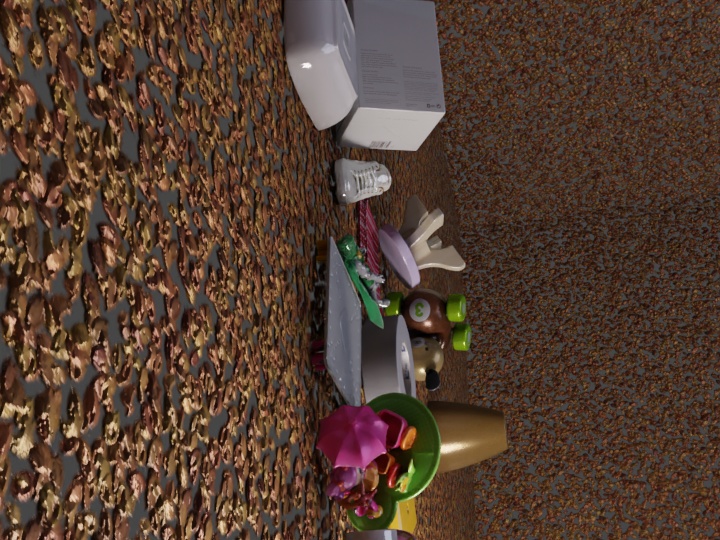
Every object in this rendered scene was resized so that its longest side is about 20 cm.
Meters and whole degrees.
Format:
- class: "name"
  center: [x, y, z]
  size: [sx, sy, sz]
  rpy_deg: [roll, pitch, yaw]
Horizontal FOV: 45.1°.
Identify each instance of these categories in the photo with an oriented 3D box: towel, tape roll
- class: "towel"
  center: [0.020, -0.022, 1.621]
  size: [0.145, 0.022, 0.205]
  rpy_deg: [65, 21, -61]
- class: "tape roll"
  center: [0.053, 0.184, 1.556]
  size: [0.200, 0.064, 0.206]
  rpy_deg: [-7, 90, -80]

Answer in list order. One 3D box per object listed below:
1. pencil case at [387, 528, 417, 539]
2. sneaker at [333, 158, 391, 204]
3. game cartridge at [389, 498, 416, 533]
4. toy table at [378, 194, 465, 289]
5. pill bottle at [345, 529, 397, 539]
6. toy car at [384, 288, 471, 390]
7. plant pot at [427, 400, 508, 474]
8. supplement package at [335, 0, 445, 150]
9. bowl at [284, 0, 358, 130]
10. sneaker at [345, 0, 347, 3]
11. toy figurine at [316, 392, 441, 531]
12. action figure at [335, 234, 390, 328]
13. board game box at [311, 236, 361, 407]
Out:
- class: "pencil case"
  center: [0.049, 0.470, 1.245]
  size: [0.083, 0.084, 0.205]
  rpy_deg: [-118, -156, -64]
- class: "sneaker"
  center: [0.006, -0.159, 1.472]
  size: [0.200, 0.082, 0.075]
  rpy_deg: [-51, 135, -73]
- class: "game cartridge"
  center: [0.067, 0.394, 1.608]
  size: [0.176, 0.032, 0.205]
  rpy_deg: [-6, 87, -79]
- class: "toy table"
  center: [0.116, -0.052, 1.755]
  size: [0.186, 0.116, 0.200]
  rpy_deg: [56, -8, 7]
- class: "pill bottle"
  center: [0.020, 0.440, 1.111]
  size: [0.111, 0.108, 0.205]
  rpy_deg: [52, 33, -69]
- class: "toy car"
  center: [0.120, 0.154, 1.734]
  size: [0.202, 0.160, 0.160]
  rpy_deg: [-68, 151, -44]
- class: "plant pot"
  center: [0.284, 0.426, 2.271]
  size: [0.186, 0.195, 0.192]
  rpy_deg: [-8, 90, -79]
- class: "supplement package"
  center: [0.041, -0.328, 1.456]
  size: [0.151, 0.148, 0.205]
  rpy_deg: [134, -46, -67]
- class: "bowl"
  center: [-0.054, -0.339, 1.297]
  size: [0.201, 0.073, 0.204]
  rpy_deg: [59, 25, -61]
- class: "sneaker"
  center: [-0.005, -0.416, 1.607]
  size: [0.088, 0.079, 0.205]
  rpy_deg: [-35, 113, -70]
- class: "toy figurine"
  center: [-0.001, 0.254, 1.160]
  size: [0.183, 0.148, 0.204]
  rpy_deg: [27, 85, -60]
- class: "action figure"
  center: [0.000, 0.000, 1.378]
  size: [0.119, 0.054, 0.201]
  rpy_deg: [59, -1, 30]
- class: "board game box"
  center: [-0.032, 0.089, 1.270]
  size: [0.201, 0.025, 0.204]
  rpy_deg: [68, 19, -56]
